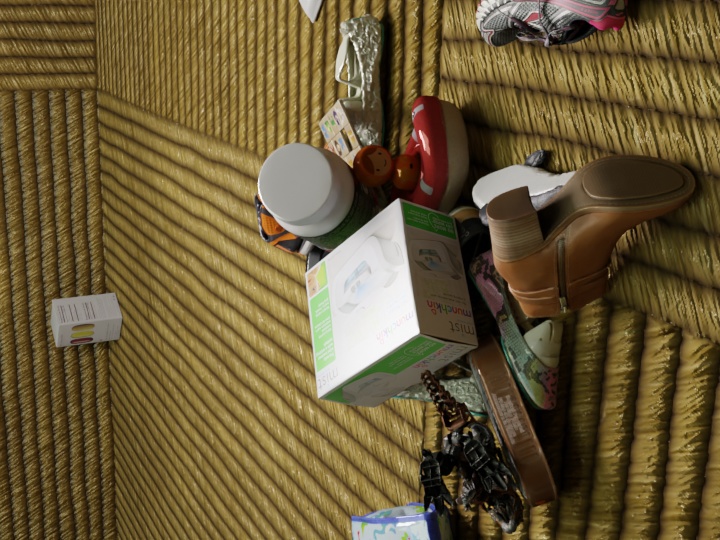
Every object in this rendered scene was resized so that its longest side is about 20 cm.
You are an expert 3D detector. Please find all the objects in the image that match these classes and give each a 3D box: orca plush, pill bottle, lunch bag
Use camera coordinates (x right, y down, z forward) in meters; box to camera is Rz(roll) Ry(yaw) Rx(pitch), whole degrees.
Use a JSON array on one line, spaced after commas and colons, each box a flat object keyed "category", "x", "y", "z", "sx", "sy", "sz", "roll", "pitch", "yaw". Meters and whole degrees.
[{"category": "orca plush", "x": 0.202, "y": -0.077, "z": 1.035, "sx": 0.200, "sy": 0.071, "sz": 0.106, "roll": -16, "pitch": 37, "yaw": 53}, {"category": "pill bottle", "x": -0.051, "y": -0.093, "z": 1.220, "sx": 0.200, "sy": 0.113, "sz": 0.115, "roll": 28, "pitch": -131, "yaw": -74}, {"category": "lunch bag", "x": 0.075, "y": 0.410, "z": 1.292, "sx": 0.200, "sy": 0.127, "sz": 0.171, "roll": 142, "pitch": 119, "yaw": -70}]

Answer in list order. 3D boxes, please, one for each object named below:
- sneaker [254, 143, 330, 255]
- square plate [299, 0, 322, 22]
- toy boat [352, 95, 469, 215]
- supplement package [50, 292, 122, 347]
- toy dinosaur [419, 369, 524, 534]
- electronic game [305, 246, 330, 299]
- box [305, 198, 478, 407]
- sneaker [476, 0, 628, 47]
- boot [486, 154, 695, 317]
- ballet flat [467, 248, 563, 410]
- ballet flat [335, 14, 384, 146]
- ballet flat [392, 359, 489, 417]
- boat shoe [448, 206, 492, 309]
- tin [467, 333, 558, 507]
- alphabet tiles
[{"category": "sneaker", "x": -0.101, "y": -0.122, "z": 1.495, "sx": 0.201, "sy": 0.111, "sz": 0.078, "roll": -67, "pitch": 22, "yaw": 17}, {"category": "square plate", "x": -0.087, "y": -0.535, "z": 1.508, "sx": 0.199, "sy": 0.028, "sz": 0.200, "roll": 66, "pitch": 148, "yaw": 30}, {"category": "toy boat", "x": 0.054, "y": -0.125, "z": 1.185, "sx": 0.131, "sy": 0.130, "sz": 0.201, "roll": -96, "pitch": 20, "yaw": -45}, {"category": "supplement package", "x": -0.868, "y": 0.156, "z": 3.002, "sx": 0.110, "sy": 0.199, "sz": 0.114, "roll": 62, "pitch": 146, "yaw": 36}, {"category": "toy dinosaur", "x": 0.119, "y": 0.213, "z": 1.082, "sx": 0.200, "sy": 0.136, "sz": 0.102, "roll": 41, "pitch": 109, "yaw": 7}, {"category": "electronic game", "x": -0.037, "y": 0.000, "z": 1.511, "sx": 0.200, "sy": 0.041, "sz": 0.202, "roll": -9, "pitch": 80, "yaw": 61}, {"category": "box", "x": 0.032, "y": 0.046, "z": 1.140, "sx": 0.200, "sy": 0.096, "sz": 0.178, "roll": -36, "pitch": 50, "yaw": 43}, {"category": "sneaker", "x": 0.189, "y": -0.262, "z": 0.971, "sx": 0.200, "sy": 0.080, "sz": 0.075, "roll": -5, "pitch": 94, "yaw": 63}, {"category": "boot", "x": 0.231, "y": -0.027, "z": 0.932, "sx": 0.074, "sy": 0.199, "sz": 0.155, "roll": -81, "pitch": -26, "yaw": -43}, {"category": "ballet flat", "x": 0.187, "y": 0.056, "z": 1.074, "sx": 0.071, "sy": 0.069, "sz": 0.201, "roll": -38, "pitch": 59, "yaw": 29}, {"category": "ballet flat", "x": -0.006, "y": -0.261, "z": 1.352, "sx": 0.072, "sy": 0.071, "sz": 0.202, "roll": 24, "pitch": 118, "yaw": 59}, {"category": "ballet flat", "x": 0.090, "y": 0.137, "z": 1.214, "sx": 0.199, "sy": 0.072, "sz": 0.072, "roll": 8, "pitch": 105, "yaw": 30}, {"category": "boat shoe", "x": 0.119, "y": 0.021, "z": 1.178, "sx": 0.062, "sy": 0.074, "sz": 0.201, "roll": -128, "pitch": 45, "yaw": -55}, {"category": "tin", "x": 0.170, "y": 0.171, "z": 1.084, "sx": 0.112, "sy": 0.042, "sz": 0.201, "roll": 83, "pitch": 167, "yaw": -74}, {"category": "alphabet tiles", "x": -0.004, "y": -0.136, "z": 1.362, "sx": 0.201, "sy": 0.008, "sz": 0.167, "roll": 66, "pitch": 168, "yaw": -3}]
